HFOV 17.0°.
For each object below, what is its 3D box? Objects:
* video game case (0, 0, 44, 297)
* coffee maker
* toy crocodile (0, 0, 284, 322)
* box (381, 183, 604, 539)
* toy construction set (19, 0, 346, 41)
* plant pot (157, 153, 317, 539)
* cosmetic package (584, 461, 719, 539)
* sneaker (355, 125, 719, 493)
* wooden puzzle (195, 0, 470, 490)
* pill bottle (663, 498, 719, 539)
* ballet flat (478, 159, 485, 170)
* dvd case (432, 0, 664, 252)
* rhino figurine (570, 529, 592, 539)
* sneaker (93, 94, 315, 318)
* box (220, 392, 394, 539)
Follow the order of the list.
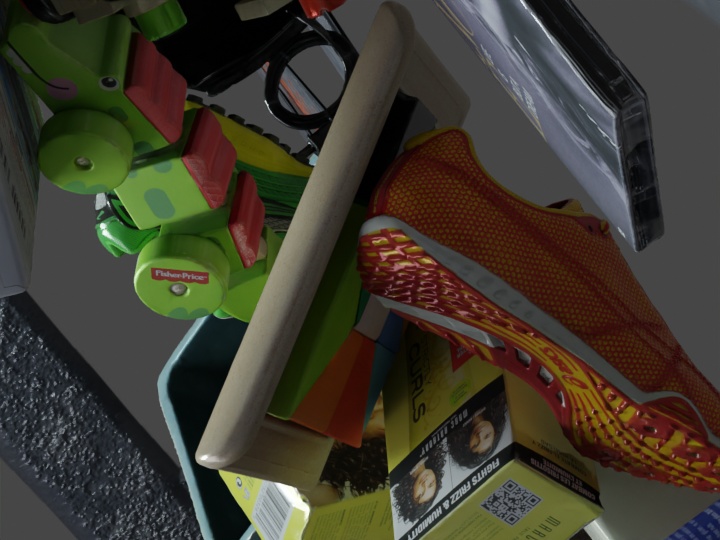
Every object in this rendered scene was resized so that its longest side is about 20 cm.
[{"bbox_3d":[-0.156,-0.113,0.908,0.182,0.022,0.200,-104,0,-67],"label":"video game case"},{"bbox_3d":[-0.074,-0.156,1.061,0.192,0.135,0.200,29,178,4],"label":"coffee maker"},{"bbox_3d":[-0.080,-0.046,0.978,0.200,0.062,0.068,54,-151,-37],"label":"toy crocodile"},{"bbox_3d":[0.049,0.045,1.011,0.050,0.075,0.200,34,-151,-24],"label":"box"},{"bbox_3d":[-0.087,-0.167,0.915,0.092,0.131,0.200,-33,96,44],"label":"toy construction set"},{"bbox_3d":[0.029,0.080,1.410,0.200,0.196,0.196,24,-158,-29],"label":"plant pot"},{"bbox_3d":[0.165,0.143,1.008,0.200,0.073,0.104,52,178,28],"label":"cosmetic package"},{"bbox_3d":[0.088,0.018,0.910,0.200,0.077,0.073,40,150,-25],"label":"sneaker"},{"bbox_3d":[0.000,0.000,0.964,0.037,0.185,0.200,21,177,10],"label":"wooden puzzle"},{"bbox_3d":[0.107,0.165,0.851,0.112,0.200,0.112,54,178,2],"label":"pill bottle"},{"bbox_3d":[0.037,-0.036,1.218,0.200,0.068,0.075,53,-161,-58],"label":"ballet flat"},{"bbox_3d":[0.027,-0.102,0.755,0.200,0.016,0.149,53,179,17],"label":"dvd case"},{"bbox_3d":[0.110,0.154,1.331,0.060,0.200,0.087,27,-161,15],"label":"rhino figurine"},{"bbox_3d":[-0.038,-0.009,1.115,0.200,0.085,0.078,23,165,-24],"label":"sneaker"},{"bbox_3d":[0.039,0.082,1.137,0.075,0.200,0.050,52,139,35],"label":"box"}]
